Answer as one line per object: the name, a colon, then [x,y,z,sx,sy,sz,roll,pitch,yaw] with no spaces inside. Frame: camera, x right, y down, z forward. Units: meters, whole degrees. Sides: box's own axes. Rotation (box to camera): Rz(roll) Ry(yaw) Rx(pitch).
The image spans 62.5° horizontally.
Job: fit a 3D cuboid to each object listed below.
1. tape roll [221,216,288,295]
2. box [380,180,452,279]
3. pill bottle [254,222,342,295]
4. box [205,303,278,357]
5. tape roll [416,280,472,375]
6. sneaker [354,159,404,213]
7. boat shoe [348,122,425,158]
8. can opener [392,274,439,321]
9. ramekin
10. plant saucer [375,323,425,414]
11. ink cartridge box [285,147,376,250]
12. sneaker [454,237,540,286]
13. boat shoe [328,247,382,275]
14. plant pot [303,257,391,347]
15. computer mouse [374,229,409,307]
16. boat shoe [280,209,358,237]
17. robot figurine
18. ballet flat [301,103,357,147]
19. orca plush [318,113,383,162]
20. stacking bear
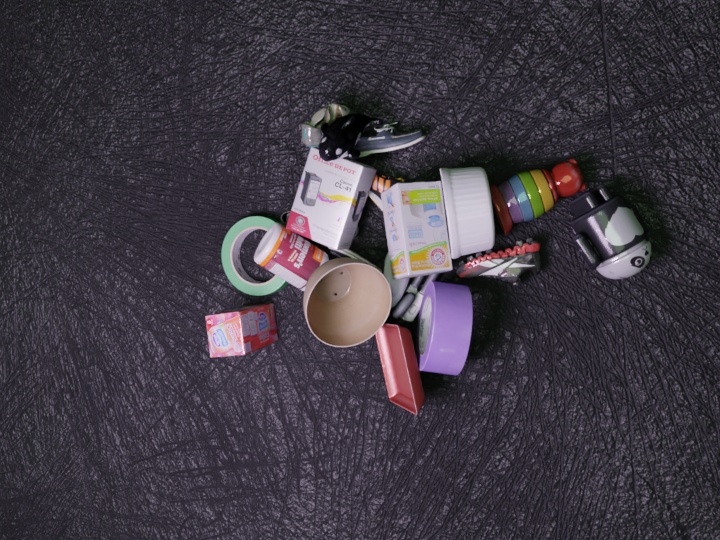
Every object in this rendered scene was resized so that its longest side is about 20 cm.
tape roll: [-0.257,-0.038,1.520,0.198,0.048,0.203,1,93,16]
box: [0.124,-0.088,1.326,0.111,0.101,0.202,-5,86,-19]
pill bottle: [-0.146,-0.019,1.423,0.199,0.110,0.110,32,103,-19]
box: [-0.288,0.143,1.460,0.094,0.200,0.104,-6,93,15]
tape roll: [0.183,0.128,1.323,0.084,0.200,0.202,8,96,-2]
sneaker: [0.056,-0.202,1.417,0.090,0.070,0.200,-41,87,8]
boat shoe: [0.054,-0.312,1.406,0.198,0.075,0.062,-8,103,25]
can opener: [0.147,0.034,1.408,0.052,0.066,0.201,32,96,7]
ramekin: [0.235,-0.131,1.306,0.097,0.200,0.203,-7,92,8]
plant saucer: [0.092,0.218,1.382,0.036,0.200,0.202,-13,90,-14]
ink cartridge box: [-0.069,-0.166,1.373,0.146,0.085,0.202,23,104,19]
sneaker: [0.318,-0.004,1.351,0.198,0.071,0.099,-16,87,14]
boat shoe: [0.000,0.000,1.439,0.199,0.075,0.063,34,95,6]
plant pot: [-0.044,0.053,1.345,0.198,0.135,0.202,-8,114,-18]
computer mouse: [0.091,-0.007,1.384,0.109,0.044,0.202,16,87,-22]
boat shoe: [-0.104,-0.111,1.468,0.198,0.057,0.069,12,96,15]
robot figurine: [0.530,-0.080,1.261,0.149,0.125,0.201,-30,85,18]
ballet flat: [-0.066,-0.351,1.373,0.067,0.200,0.064,19,133,27]
orca plush: [-0.015,-0.310,1.309,0.106,0.199,0.071,55,142,7]
stacking bear: [0.390,-0.174,1.307,0.198,0.114,0.122,-23,87,11]
